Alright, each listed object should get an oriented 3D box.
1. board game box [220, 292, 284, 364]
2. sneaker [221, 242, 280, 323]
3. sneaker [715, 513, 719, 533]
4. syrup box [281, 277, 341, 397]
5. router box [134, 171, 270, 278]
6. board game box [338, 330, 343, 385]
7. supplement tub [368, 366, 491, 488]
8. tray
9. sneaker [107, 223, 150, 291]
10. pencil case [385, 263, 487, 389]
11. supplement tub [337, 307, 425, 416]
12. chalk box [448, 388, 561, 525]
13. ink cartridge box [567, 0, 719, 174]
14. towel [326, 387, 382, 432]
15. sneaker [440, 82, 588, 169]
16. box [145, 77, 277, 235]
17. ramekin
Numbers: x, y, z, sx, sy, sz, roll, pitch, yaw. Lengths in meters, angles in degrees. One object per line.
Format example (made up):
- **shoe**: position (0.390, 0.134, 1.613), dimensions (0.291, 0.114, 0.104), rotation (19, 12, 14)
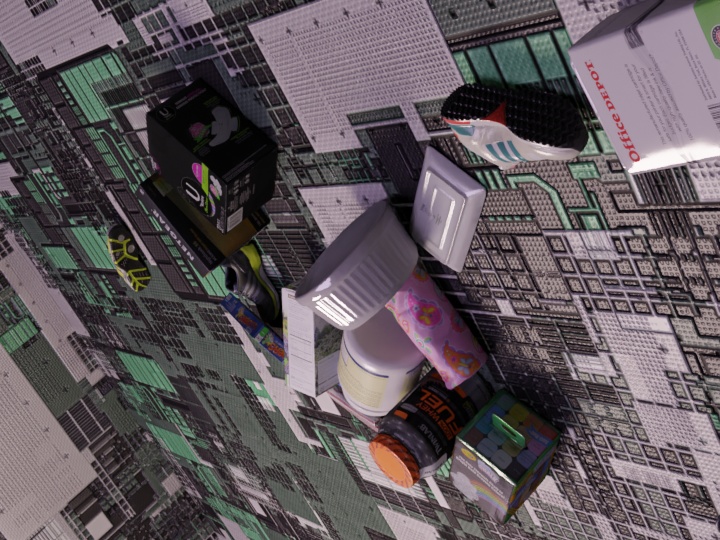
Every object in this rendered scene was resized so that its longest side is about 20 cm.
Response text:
- **board game box**: position (-0.198, 0.126, 2.015), dimensions (0.135, 0.035, 0.200), rotation (45, 175, -31)
- **sneaker**: position (-0.227, 0.029, 1.980), dimensions (0.073, 0.081, 0.202), rotation (16, 138, 47)
- **sneaker**: position (0.465, 0.273, 1.186), dimensions (0.077, 0.140, 0.202), rotation (7, 131, 53)
- **syrup box**: position (-0.087, 0.118, 1.812), dimensions (0.081, 0.078, 0.203), rotation (17, 118, 37)
- **router box**: position (-0.286, -0.114, 1.808), dimensions (0.201, 0.157, 0.052), rotation (50, 153, -4)
- **board game box**: position (-0.043, 0.159, 1.908), dimensions (0.199, 0.045, 0.135), rotation (35, 150, 26)
- **supplement tub**: position (0.113, 0.249, 1.620), dimensions (0.122, 0.200, 0.123), rotation (35, 150, 24)
- **tray**: position (0.114, -0.078, 1.402), dimensions (0.107, 0.022, 0.201), rotation (41, 151, 19)
- **sneaker**: position (-0.587, -0.034, 2.449), dimensions (0.076, 0.075, 0.202), rotation (27, 144, 35)
- **pencil case**: position (0.110, 0.084, 1.541), dimensions (0.201, 0.087, 0.087), rotation (51, 153, -2)
- **supplement tub**: position (0.035, 0.146, 1.667), dimensions (0.145, 0.145, 0.201), rotation (40, 151, 17)
- **chalk box**: position (0.229, 0.285, 1.578), dimensions (0.124, 0.123, 0.201), rotation (38, 150, 23)
- **ink cartridge box**: position (0.310, -0.181, 0.911), dimensions (0.199, 0.084, 0.147), rotation (-6, 120, 58)
- **towel**: position (0.027, 0.286, 1.906), dimensions (0.145, 0.030, 0.200), rotation (27, 168, 39)
- **sneaker**: position (0.188, -0.157, 1.162), dimensions (0.198, 0.071, 0.094), rotation (21, 159, 40)
- **box**: position (-0.254, -0.194, 1.695), dimensions (0.200, 0.124, 0.149), rotation (42, 151, 16)
- **ramekin**: position (0.000, 0.000, 1.491), dimensions (0.094, 0.203, 0.202), rotation (44, 154, -12)
